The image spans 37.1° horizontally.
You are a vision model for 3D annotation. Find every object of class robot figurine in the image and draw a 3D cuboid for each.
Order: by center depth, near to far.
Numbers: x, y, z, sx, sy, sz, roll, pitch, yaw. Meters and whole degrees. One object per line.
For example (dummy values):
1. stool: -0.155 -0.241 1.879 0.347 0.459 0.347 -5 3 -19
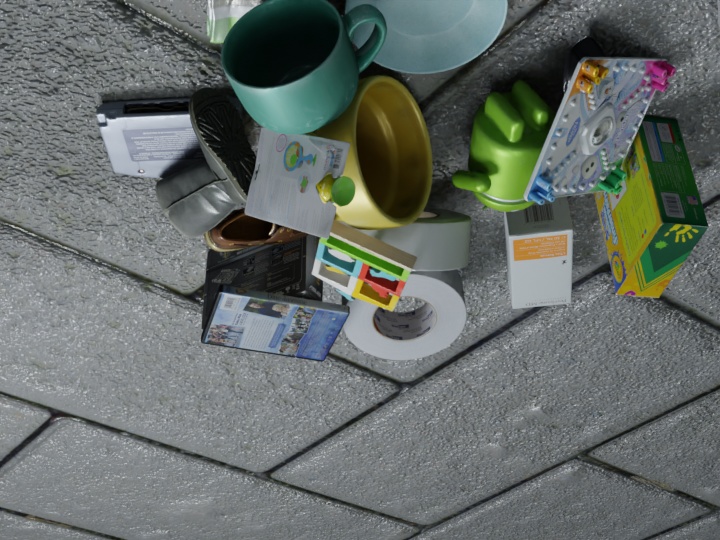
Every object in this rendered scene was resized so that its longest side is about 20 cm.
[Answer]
1. robot figurine: 0.209 -0.164 1.488 0.175 0.116 0.200 -27 148 -20

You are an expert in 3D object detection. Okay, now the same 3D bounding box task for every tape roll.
1. tape roll: 0.062 -0.051 1.574 0.202 0.202 0.071 2 100 -5
2. tape roll: 0.069 0.055 1.728 0.200 0.066 0.201 -1 134 -2

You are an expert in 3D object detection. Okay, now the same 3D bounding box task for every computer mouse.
1. computer mouse: 0.326 -0.218 1.442 0.140 0.046 0.200 -25 127 -37

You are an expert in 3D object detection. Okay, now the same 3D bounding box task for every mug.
1. mug: -0.064 -0.240 1.300 0.185 0.152 0.114 5 150 21

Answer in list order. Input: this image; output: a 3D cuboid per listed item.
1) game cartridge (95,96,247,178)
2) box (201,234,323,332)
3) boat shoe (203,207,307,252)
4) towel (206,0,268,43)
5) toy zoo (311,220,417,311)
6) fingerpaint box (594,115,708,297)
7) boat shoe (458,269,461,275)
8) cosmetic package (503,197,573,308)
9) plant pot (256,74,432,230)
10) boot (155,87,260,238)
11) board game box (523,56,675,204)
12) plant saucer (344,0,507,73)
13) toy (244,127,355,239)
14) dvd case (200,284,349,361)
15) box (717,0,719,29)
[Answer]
1. game cartridge: -0.258 -0.184 1.510 0.199 0.041 0.133 -2 140 1
2. box: -0.153 0.011 1.675 0.200 0.159 0.048 -21 138 23
3. boat shoe: -0.130 -0.071 1.588 0.200 0.072 0.068 -15 -174 -20
4. towel: -0.114 -0.348 1.299 0.149 0.031 0.200 3 143 -6
5. toy zoo: 0.000 0.000 1.488 0.131 0.020 0.200 24 158 3
6. fingerpaint box: 0.408 -0.090 1.527 0.073 0.200 0.167 5 142 -10
7. boat shoe: 0.070 0.014 1.772 0.199 0.057 0.069 1 144 -4
8. cosmetic package: 0.285 -0.025 1.717 0.101 0.071 0.200 -7 144 6
9. plant pot: -0.031 -0.149 1.452 0.189 0.201 0.201 -6 147 33
10. boot: -0.222 -0.143 1.478 0.200 0.073 0.182 -11 106 55
11. board game box: 0.317 -0.182 1.409 0.200 0.026 0.200 -10 129 -43
12. plant saucer: 0.080 -0.330 1.325 0.200 0.039 0.201 -1 144 -1
13. toy: -0.069 -0.108 1.328 0.047 0.115 0.200 10 -175 -34
14. dvd case: -0.131 0.082 1.623 0.199 0.018 0.143 10 142 -15
15. box: 0.531 -0.340 1.273 0.200 0.107 0.152 -12 142 14
